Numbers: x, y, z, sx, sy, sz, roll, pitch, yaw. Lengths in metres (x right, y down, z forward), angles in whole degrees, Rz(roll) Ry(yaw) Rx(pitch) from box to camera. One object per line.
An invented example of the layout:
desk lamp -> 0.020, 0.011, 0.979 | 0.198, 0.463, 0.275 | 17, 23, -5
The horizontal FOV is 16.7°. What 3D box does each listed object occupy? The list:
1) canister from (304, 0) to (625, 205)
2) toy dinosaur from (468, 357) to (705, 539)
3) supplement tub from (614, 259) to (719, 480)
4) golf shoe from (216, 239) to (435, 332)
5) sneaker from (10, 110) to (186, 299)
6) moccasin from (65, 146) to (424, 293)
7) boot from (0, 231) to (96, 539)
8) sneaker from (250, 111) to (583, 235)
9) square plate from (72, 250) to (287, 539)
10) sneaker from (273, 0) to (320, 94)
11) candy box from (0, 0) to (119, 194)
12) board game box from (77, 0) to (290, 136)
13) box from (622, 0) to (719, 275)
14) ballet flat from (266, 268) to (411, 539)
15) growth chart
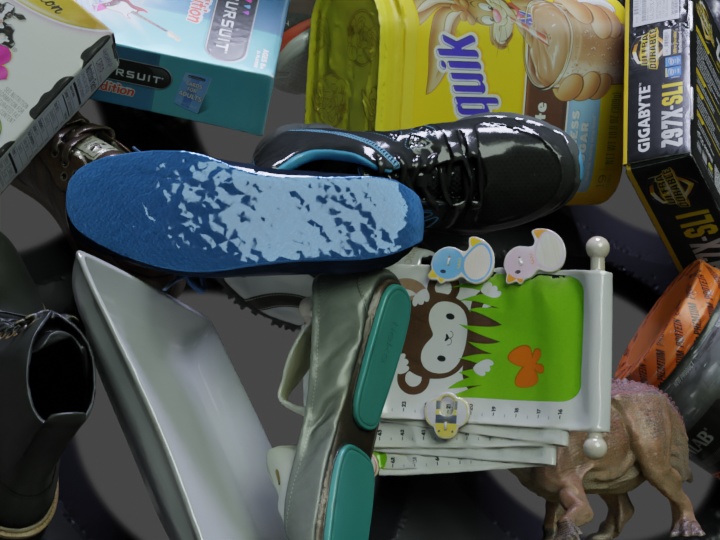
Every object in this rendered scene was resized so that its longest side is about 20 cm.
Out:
canister -> 0.071, -0.110, 1.564 | 0.200, 0.087, 0.149 | -2, 100, -32
toy dinosaur -> 0.138, 0.094, 1.456 | 0.200, 0.086, 0.136 | 1, 82, -32
supplement tub -> 0.267, 0.087, 1.540 | 0.200, 0.123, 0.123 | 34, 49, -2
golf shoe -> 0.000, 0.000, 1.478 | 0.200, 0.095, 0.078 | 24, 52, -9
sneaker -> -0.163, -0.065, 1.447 | 0.070, 0.076, 0.200 | -31, 76, -39
moccasin -> -0.066, -0.019, 1.374 | 0.200, 0.068, 0.081 | 8, 77, -5
boot -> -0.182, 0.033, 1.328 | 0.077, 0.138, 0.200 | -2, 58, -26
sneaker -> 0.031, -0.050, 1.441 | 0.200, 0.073, 0.082 | -3, 13, 7
square plate -> -0.087, 0.098, 1.335 | 0.200, 0.028, 0.198 | 65, 10, 18
sneaker -> 0.007, -0.183, 1.622 | 0.200, 0.077, 0.082 | -18, 62, -36
candy box -> -0.250, -0.095, 1.370 | 0.136, 0.061, 0.200 | 39, 78, 7
board game box -> -0.145, -0.163, 1.491 | 0.200, 0.047, 0.151 | 11, 39, -3
box -> 0.224, -0.073, 1.598 | 0.200, 0.049, 0.160 | 55, 30, -47
ballet flat -> -0.020, 0.093, 1.378 | 0.064, 0.067, 0.200 | 3, 69, 25
growth chart -> 0.054, 0.054, 1.408 | 0.018, 0.200, 0.145 | 18, 63, -70
